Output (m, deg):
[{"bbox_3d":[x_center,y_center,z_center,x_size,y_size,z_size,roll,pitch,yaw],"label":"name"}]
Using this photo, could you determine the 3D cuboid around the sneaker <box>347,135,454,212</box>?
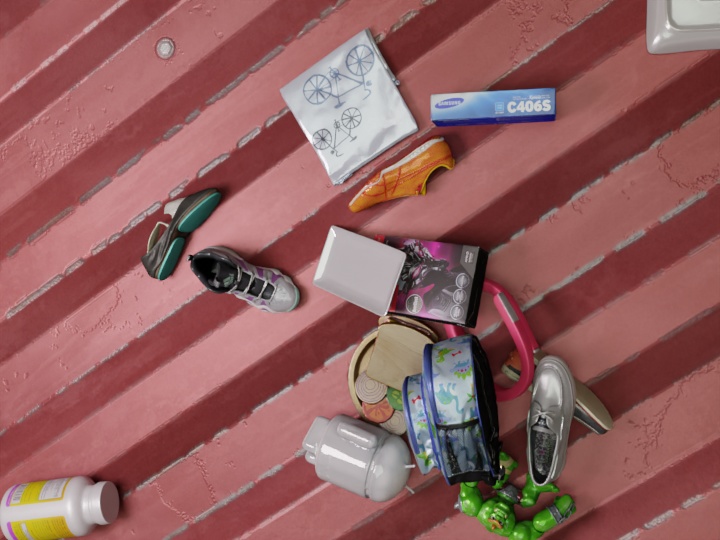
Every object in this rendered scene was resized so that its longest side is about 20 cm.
[{"bbox_3d":[0.067,-0.145,1.494,0.197,0.073,0.078,-30,97,14],"label":"sneaker"}]

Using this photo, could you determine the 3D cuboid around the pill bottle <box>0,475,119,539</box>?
[{"bbox_3d":[-0.543,0.432,1.631,0.195,0.104,0.107,-9,91,12],"label":"pill bottle"}]

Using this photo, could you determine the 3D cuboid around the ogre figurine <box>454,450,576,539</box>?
[{"bbox_3d":[0.243,0.375,1.474,0.198,0.098,0.121,33,80,-7],"label":"ogre figurine"}]

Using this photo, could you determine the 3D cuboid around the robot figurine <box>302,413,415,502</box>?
[{"bbox_3d":[0.002,0.313,1.498,0.196,0.171,0.114,17,56,21],"label":"robot figurine"}]

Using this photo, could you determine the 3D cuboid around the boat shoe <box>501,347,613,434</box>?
[{"bbox_3d":[0.319,0.200,1.458,0.199,0.071,0.063,40,112,10],"label":"boat shoe"}]

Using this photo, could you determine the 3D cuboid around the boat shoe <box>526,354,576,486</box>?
[{"bbox_3d":[0.290,0.237,1.404,0.071,0.068,0.205,13,105,25],"label":"boat shoe"}]

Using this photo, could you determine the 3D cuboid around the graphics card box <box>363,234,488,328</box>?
[{"bbox_3d":[0.103,0.016,1.462,0.196,0.051,0.129,9,83,30],"label":"graphics card box"}]

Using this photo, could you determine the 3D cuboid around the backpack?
[{"bbox_3d":[0.139,0.210,1.388,0.143,0.183,0.205,-8,98,8],"label":"backpack"}]

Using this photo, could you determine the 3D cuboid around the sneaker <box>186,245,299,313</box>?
[{"bbox_3d":[-0.206,0.021,1.521,0.196,0.140,0.079,22,97,10],"label":"sneaker"}]

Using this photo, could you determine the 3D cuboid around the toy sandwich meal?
[{"bbox_3d":[0.066,0.181,1.508,0.200,0.070,0.211,1,93,12],"label":"toy sandwich meal"}]

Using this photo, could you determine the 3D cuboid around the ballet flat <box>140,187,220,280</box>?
[{"bbox_3d":[-0.326,-0.078,1.582,0.068,0.068,0.201,39,99,16],"label":"ballet flat"}]

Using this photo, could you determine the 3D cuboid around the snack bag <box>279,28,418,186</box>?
[{"bbox_3d":[-0.015,-0.276,1.529,0.186,0.021,0.203,-32,86,12],"label":"snack bag"}]

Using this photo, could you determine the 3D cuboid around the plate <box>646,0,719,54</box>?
[{"bbox_3d":[0.547,-0.447,1.397,0.194,0.032,0.206,-1,92,12],"label":"plate"}]

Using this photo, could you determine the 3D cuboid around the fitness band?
[{"bbox_3d":[0.211,0.111,1.457,0.143,0.037,0.203,-38,73,44],"label":"fitness band"}]

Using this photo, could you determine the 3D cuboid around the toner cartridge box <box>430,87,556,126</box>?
[{"bbox_3d":[0.214,-0.261,1.444,0.195,0.095,0.044,-1,92,11],"label":"toner cartridge box"}]

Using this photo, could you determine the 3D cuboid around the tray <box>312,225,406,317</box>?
[{"bbox_3d":[0.000,0.000,1.489,0.198,0.022,0.110,22,93,48],"label":"tray"}]
